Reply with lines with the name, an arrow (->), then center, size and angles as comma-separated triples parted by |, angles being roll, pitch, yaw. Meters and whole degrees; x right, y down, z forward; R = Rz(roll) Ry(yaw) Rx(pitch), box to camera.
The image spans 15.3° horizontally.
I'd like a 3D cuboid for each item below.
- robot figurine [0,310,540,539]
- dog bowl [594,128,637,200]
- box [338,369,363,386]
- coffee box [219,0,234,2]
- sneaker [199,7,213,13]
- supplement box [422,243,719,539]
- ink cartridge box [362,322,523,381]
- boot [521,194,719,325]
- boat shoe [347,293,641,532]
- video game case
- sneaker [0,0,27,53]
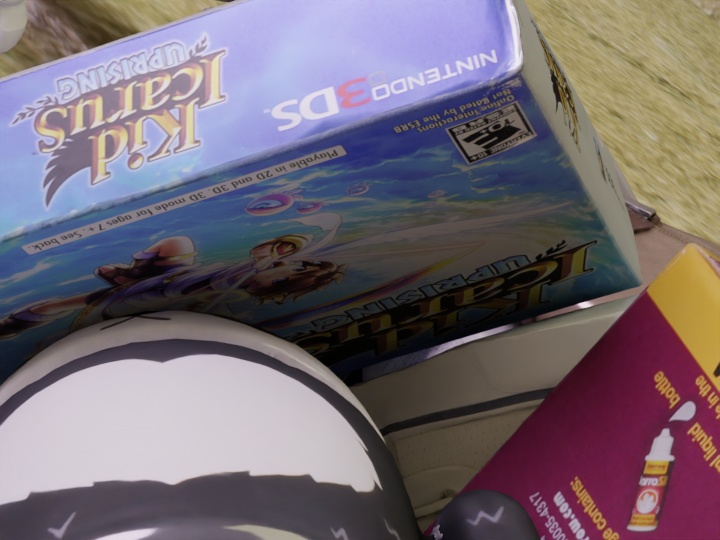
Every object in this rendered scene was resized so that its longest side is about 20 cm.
robot figurine -> -0.043, 0.085, 0.627 | 0.150, 0.125, 0.200 | 34, 15, -16
dog bowl -> 0.060, -0.035, 1.188 | 0.200, 0.059, 0.200 | 51, -12, 15
box -> 0.031, 0.095, 0.962 | 0.110, 0.035, 0.200 | 38, 15, -8
coffee box -> -0.066, -0.160, 1.177 | 0.114, 0.080, 0.200 | 3, 8, -31
sneaker -> -0.005, -0.039, 1.104 | 0.200, 0.116, 0.075 | 32, 17, -28
supplement box -> 0.081, 0.115, 0.702 | 0.131, 0.200, 0.103 | 29, 19, -35
ink cartridge box -> 0.062, 0.065, 0.922 | 0.116, 0.067, 0.200 | 38, 15, -11
boot -> 0.095, 0.028, 0.870 | 0.146, 0.070, 0.200 | 38, 13, 10
boat shoe -> 0.028, 0.059, 0.772 | 0.071, 0.200, 0.070 | -15, 85, -60
video game case -> -0.037, -0.009, 0.707 | 0.181, 0.200, 0.045 | 46, 29, -69
sneaker -> -0.167, -0.138, 0.752 | 0.200, 0.087, 0.074 | 25, 16, -24
